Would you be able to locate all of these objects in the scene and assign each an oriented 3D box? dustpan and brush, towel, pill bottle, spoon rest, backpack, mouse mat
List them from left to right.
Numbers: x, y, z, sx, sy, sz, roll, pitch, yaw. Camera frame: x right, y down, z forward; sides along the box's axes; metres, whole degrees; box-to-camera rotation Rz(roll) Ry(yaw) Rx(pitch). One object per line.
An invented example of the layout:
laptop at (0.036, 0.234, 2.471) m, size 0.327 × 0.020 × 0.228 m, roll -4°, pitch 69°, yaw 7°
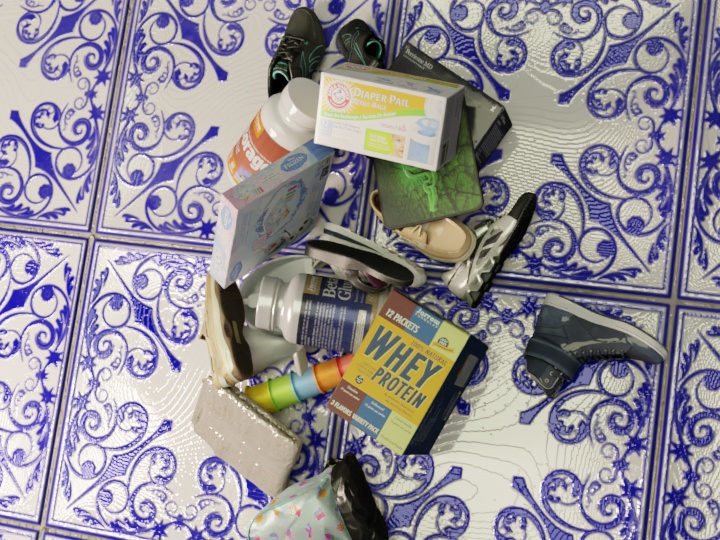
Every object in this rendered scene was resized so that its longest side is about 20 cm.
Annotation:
towel at (-0.184, 0.260, 1.712) m, size 0.199 × 0.034 × 0.134 m, roll 34°, pitch 129°, yaw 17°
dustpan and brush at (-0.172, 0.051, 1.763) m, size 0.197 × 0.057 × 0.142 m, roll -7°, pitch 80°, yaw 14°
spoon rest at (-0.164, 0.134, 1.736) m, size 0.198 × 0.060 × 0.101 m, roll 3°, pitch 113°, yaw 32°
pill bottle at (-0.126, -0.209, 1.720) m, size 0.113 × 0.111 × 0.200 m, roll 57°, pitch 133°, yaw 16°
backpack at (-0.075, 0.389, 1.652) m, size 0.198 × 0.126 × 0.169 m, roll -24°, pitch 79°, yaw 13°
pill bottle at (-0.060, 0.065, 1.682) m, size 0.197 × 0.111 × 0.113 m, roll 9°, pitch 83°, yaw 0°
mouse mat at (0.096, -0.173, 1.649) m, size 0.159 × 0.008 × 0.203 m, roll -13°, pitch 78°, yaw 13°

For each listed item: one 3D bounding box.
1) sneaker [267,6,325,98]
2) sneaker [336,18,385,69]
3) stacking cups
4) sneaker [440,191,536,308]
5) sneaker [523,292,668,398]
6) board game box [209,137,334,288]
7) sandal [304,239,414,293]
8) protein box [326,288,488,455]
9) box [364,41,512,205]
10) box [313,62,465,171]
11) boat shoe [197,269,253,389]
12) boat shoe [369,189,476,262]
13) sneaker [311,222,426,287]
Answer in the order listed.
sneaker at (-0.109, -0.346, 1.793) m, size 0.074 × 0.079 × 0.203 m, roll 7°, pitch 82°, yaw 17°
sneaker at (0.010, -0.351, 1.732) m, size 0.079 × 0.075 × 0.201 m, roll -42°, pitch 31°, yaw 31°
stacking cups at (-0.084, 0.184, 1.724) m, size 0.197 × 0.060 × 0.061 m, roll -18°, pitch 77°, yaw 8°
sneaker at (0.195, -0.049, 1.675) m, size 0.088 × 0.074 × 0.201 m, roll 36°, pitch 96°, yaw 21°
sneaker at (0.339, 0.136, 1.599) m, size 0.200 × 0.077 × 0.147 m, roll 22°, pitch 76°, yaw 26°
board game box at (-0.139, -0.089, 1.664) m, size 0.043 × 0.201 × 0.198 m, roll 43°, pitch 56°, yaw 17°
sandal at (0.000, 0.000, 1.656) m, size 0.199 × 0.075 × 0.049 m, roll 20°, pitch 110°, yaw 35°
protein box at (0.076, 0.156, 1.608) m, size 0.134 × 0.200 × 0.200 m, roll 30°, pitch 89°, yaw 17°
box at (0.107, -0.223, 1.710) m, size 0.199 × 0.104 × 0.183 m, roll 37°, pitch 93°, yaw 17°
box at (0.042, -0.231, 1.598) m, size 0.197 × 0.101 × 0.114 m, roll 14°, pitch 113°, yaw 17°
boat shoe at (-0.227, 0.089, 1.703) m, size 0.076 × 0.071 × 0.202 m, roll -26°, pitch 57°, yaw 24°
boat shoe at (0.090, -0.073, 1.681) m, size 0.199 × 0.069 × 0.074 m, roll 27°, pitch 89°, yaw 37°
sneaker at (0.014, -0.006, 1.720) m, size 0.198 × 0.076 × 0.081 m, roll 24°, pitch 88°, yaw 27°
